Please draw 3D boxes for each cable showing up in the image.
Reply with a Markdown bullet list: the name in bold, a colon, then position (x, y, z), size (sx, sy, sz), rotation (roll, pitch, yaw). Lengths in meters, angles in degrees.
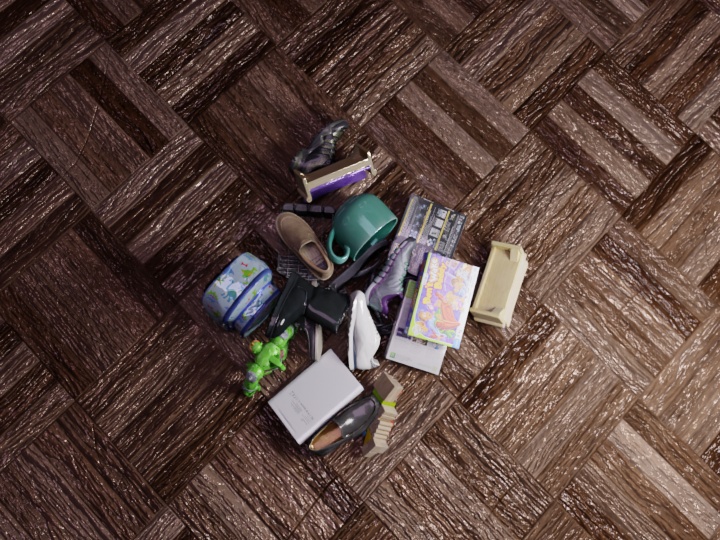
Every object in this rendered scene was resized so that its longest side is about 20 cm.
- **cable**: position (0.094, 0.088, 1.730), size (0.197, 0.051, 0.165), rotation (24, 76, 2)

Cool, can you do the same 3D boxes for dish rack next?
- **dish rack**: position (-0.138, -0.074, 1.756), size (0.150, 0.055, 0.204), rotation (4, 78, -1)

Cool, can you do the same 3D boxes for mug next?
- **mug**: position (-0.007, -0.112, 1.707), size (0.115, 0.184, 0.152), rotation (47, 123, 10)

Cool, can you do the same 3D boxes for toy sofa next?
- **toy sofa**: position (-0.062, -0.235, 1.751), size (0.197, 0.083, 0.099), rotation (-24, 121, -14)
- **toy sofa**: position (0.350, 0.038, 1.744), size (0.082, 0.098, 0.203), rotation (13, 75, 29)

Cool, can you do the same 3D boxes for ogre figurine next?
- **ogre figurine**: position (-0.217, 0.205, 1.651), size (0.199, 0.120, 0.099), rotation (-35, 81, -11)

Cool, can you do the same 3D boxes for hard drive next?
- **hard drive**: position (-0.108, 0.301, 1.664), size (0.199, 0.026, 0.132), rotation (-39, 63, -11)

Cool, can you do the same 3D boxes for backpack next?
- **backpack**: position (-0.276, 0.057, 1.641), size (0.146, 0.200, 0.184), rotation (39, 77, 6)

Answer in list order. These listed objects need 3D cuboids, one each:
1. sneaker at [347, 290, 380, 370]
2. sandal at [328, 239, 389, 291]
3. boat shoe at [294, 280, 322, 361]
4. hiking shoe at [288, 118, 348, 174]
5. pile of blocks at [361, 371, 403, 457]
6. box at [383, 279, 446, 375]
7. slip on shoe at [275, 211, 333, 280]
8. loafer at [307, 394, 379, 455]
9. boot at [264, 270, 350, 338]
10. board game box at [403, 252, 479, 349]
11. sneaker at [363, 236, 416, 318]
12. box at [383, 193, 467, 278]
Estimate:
- **sneaker**: position (0.008, 0.144, 1.677), size (0.079, 0.077, 0.204), rotation (-1, 110, -2)
- **sandal**: position (0.000, 0.000, 1.738), size (0.200, 0.076, 0.043), rotation (-42, 80, -1)
- **boat shoe**: position (-0.129, 0.126, 1.703), size (0.061, 0.073, 0.204), rotation (-5, 72, 4)
- **hiking shoe**: position (-0.092, -0.306, 1.810), size (0.200, 0.076, 0.101), rotation (-45, 94, -5)
- **pile of blocks**: position (0.051, 0.350, 1.671), size (0.062, 0.081, 0.203), rotation (22, 84, -41)
- **box**: position (0.153, 0.139, 1.700), size (0.142, 0.036, 0.203), rotation (19, 89, -9)
- **slip on shoe**: position (-0.138, -0.065, 1.695), size (0.075, 0.061, 0.201), rotation (-34, 83, -8)
- **loafer**: position (-0.039, 0.368, 1.624), size (0.199, 0.072, 0.073), rotation (-41, 76, 2)
- **boot**: position (-0.119, 0.102, 1.617), size (0.160, 0.074, 0.200), rotation (26, 50, -5)
- **board game box**: position (0.195, 0.072, 1.665), size (0.132, 0.045, 0.204), rotation (15, 87, -10)
- **sneaker**: position (0.091, 0.018, 1.688), size (0.087, 0.074, 0.201), rotation (37, 93, 12)
- **box**: position (0.167, -0.074, 1.773), size (0.159, 0.049, 0.203), rotation (21, 77, 0)
